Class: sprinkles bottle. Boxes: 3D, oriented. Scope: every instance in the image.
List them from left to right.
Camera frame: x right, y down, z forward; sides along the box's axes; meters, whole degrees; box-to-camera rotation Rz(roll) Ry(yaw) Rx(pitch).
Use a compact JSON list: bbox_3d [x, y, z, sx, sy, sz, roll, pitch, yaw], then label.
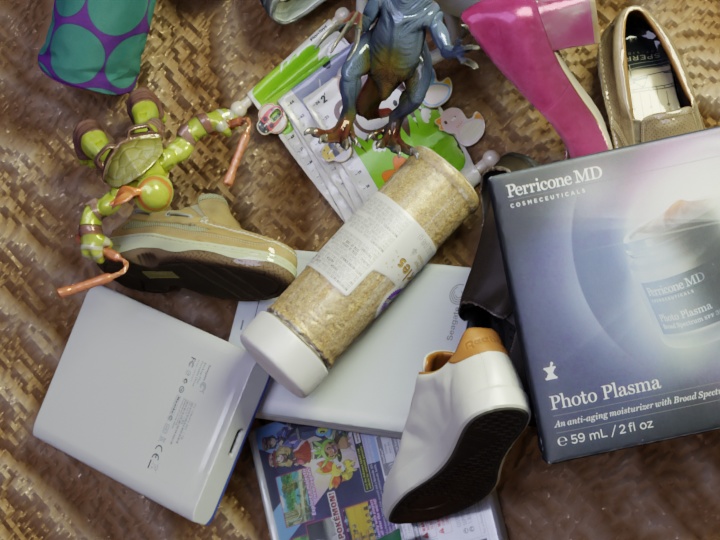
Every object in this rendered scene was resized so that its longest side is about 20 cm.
[{"bbox_3d":[0.000,0.000,1.650,0.068,0.068,0.200,38,80,25],"label":"sprinkles bottle"}]

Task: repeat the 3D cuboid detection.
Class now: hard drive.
[{"bbox_3d":[-0.164,0.101,1.738,0.199,0.025,0.133,21,89,42],"label":"hard drive"},{"bbox_3d":[-0.008,0.055,1.693,0.198,0.027,0.133,6,73,28],"label":"hard drive"}]

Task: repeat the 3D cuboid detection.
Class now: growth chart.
[{"bbox_3d":[0.006,-0.111,1.742,0.145,0.018,0.200,-46,67,8],"label":"growth chart"}]

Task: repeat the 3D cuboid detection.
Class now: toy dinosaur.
[{"bbox_3d":[0.014,-0.176,1.601,0.104,0.200,0.183,10,107,-14],"label":"toy dinosaur"}]

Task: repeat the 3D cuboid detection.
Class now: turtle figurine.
[{"bbox_3d":[-0.182,-0.078,1.744,0.200,0.064,0.161,-44,32,4],"label":"turtle figurine"}]

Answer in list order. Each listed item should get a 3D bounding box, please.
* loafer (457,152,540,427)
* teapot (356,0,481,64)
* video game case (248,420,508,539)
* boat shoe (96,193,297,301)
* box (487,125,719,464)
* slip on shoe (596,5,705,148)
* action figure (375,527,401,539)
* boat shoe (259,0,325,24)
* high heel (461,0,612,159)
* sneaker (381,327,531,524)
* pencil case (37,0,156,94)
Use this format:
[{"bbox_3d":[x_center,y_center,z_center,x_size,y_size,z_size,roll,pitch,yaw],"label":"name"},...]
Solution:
[{"bbox_3d":[0.108,0.014,1.620,0.073,0.071,0.202,-14,79,60],"label":"loafer"},{"bbox_3d":[0.112,-0.242,1.652,0.197,0.200,0.147,-32,106,-23],"label":"teapot"},{"bbox_3d":[0.018,0.190,1.675,0.181,0.023,0.202,-19,74,19],"label":"video game case"},{"bbox_3d":[-0.122,-0.026,1.736,0.199,0.072,0.077,6,62,39],"label":"boat shoe"},{"bbox_3d":[0.200,0.013,1.528,0.198,0.123,0.200,-12,88,4],"label":"box"},{"bbox_3d":[0.219,-0.097,1.613,0.075,0.061,0.202,-9,71,-5],"label":"slip on shoe"},{"bbox_3d":[0.025,0.304,1.618,0.118,0.055,0.201,-31,86,15],"label":"action figure"},{"bbox_3d":[-0.002,-0.265,1.742,0.200,0.072,0.071,-43,46,21],"label":"boat shoe"},{"bbox_3d":[0.130,-0.106,1.611,0.095,0.068,0.201,-10,119,-1],"label":"high heel"},{"bbox_3d":[0.065,0.109,1.583,0.200,0.072,0.085,123,140,-50],"label":"sneaker"},{"bbox_3d":[-0.201,-0.242,1.778,0.092,0.085,0.201,45,130,43],"label":"pencil case"}]
